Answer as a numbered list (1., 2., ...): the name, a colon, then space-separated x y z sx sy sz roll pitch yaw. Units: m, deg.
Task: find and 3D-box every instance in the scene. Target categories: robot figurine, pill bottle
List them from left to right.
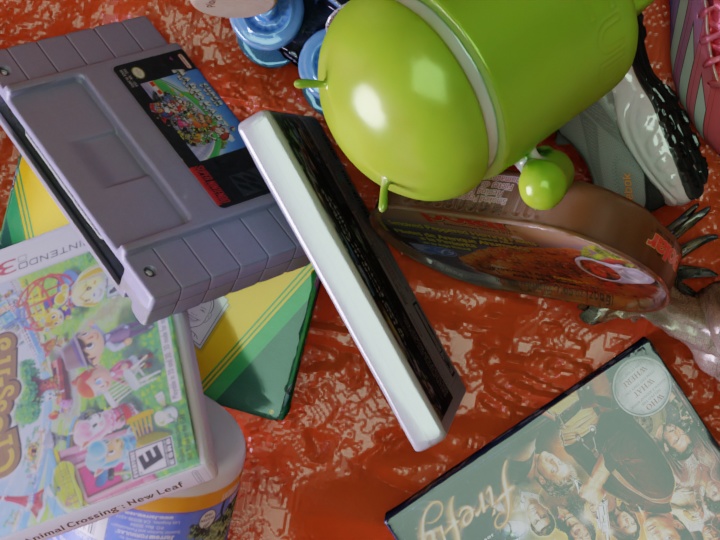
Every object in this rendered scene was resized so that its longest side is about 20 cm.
1. pill bottle: -0.140 0.177 1.035 0.111 0.112 0.202 15 115 3
2. robot figurine: 0.062 -0.115 0.894 0.199 0.116 0.176 -36 91 -22

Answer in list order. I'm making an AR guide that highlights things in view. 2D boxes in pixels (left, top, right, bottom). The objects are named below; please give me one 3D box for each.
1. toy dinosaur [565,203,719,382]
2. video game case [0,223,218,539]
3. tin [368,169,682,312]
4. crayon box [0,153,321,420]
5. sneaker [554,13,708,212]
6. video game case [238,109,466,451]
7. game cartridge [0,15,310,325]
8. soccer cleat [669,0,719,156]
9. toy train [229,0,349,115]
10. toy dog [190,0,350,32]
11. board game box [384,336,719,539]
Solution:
1. toy dinosaur: 0.237 0.024 1.044 0.198 0.136 0.086 11 122 -25
2. video game case: -0.181 0.061 0.979 0.180 0.022 0.201 -20 51 5
3. tin: 0.094 -0.021 1.006 0.198 0.112 0.042 10 75 40
4. crayon box: -0.125 0.008 1.074 0.198 0.058 0.120 15 93 3
5. sneaker: 0.138 -0.125 1.050 0.079 0.074 0.202 -23 84 28
6. video game case: 0.000 0.000 1.005 0.023 0.182 0.202 -29 90 8
7. game cartridge: -0.125 -0.067 1.017 0.129 0.039 0.200 -23 62 -33
8. soccer cleat: 0.217 -0.161 1.040 0.066 0.076 0.203 -11 91 4
9. toy train: 0.006 -0.147 1.051 0.199 0.087 0.115 38 87 2
10. toy dog: -0.023 -0.180 0.982 0.198 0.096 0.133 24 75 -18
11. board game box: 0.133 0.154 1.075 0.199 0.035 0.136 -35 90 4
